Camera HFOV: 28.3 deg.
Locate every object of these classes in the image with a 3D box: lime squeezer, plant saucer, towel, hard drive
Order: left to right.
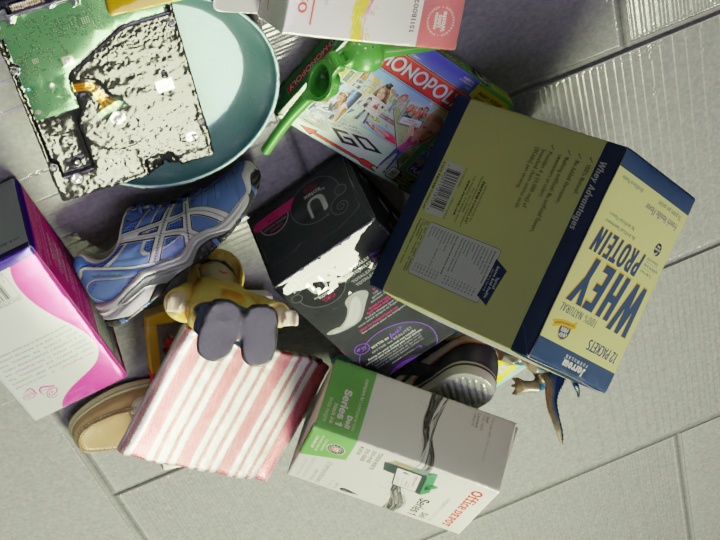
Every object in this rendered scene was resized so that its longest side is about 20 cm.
[{"bbox_3d":[-0.208,-0.157,1.160,0.139,0.038,0.200,-19,137,-6],"label":"hard drive"},{"bbox_3d":[-0.170,-0.159,1.228,0.200,0.036,0.200,-13,135,-13],"label":"plant saucer"},{"bbox_3d":[-0.133,0.131,1.404,0.200,0.030,0.147,19,104,-44],"label":"towel"},{"bbox_3d":[-0.014,-0.171,1.253,0.200,0.038,0.071,-30,167,6],"label":"lime squeezer"}]

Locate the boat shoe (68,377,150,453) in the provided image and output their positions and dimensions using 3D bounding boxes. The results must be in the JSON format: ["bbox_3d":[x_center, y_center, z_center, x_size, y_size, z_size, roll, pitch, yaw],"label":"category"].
[{"bbox_3d":[-0.205,0.155,1.495,0.200,0.066,0.074,-17,136,-8],"label":"boat shoe"}]

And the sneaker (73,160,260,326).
[{"bbox_3d":[-0.176,-0.037,1.314,0.200,0.076,0.077,-41,101,-4],"label":"sneaker"}]

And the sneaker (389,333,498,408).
[{"bbox_3d":[0.076,0.123,1.515,0.078,0.080,0.200,36,137,-24],"label":"sneaker"}]

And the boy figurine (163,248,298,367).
[{"bbox_3d":[-0.119,0.032,1.311,0.124,0.200,0.065,9,104,-13],"label":"boy figurine"}]

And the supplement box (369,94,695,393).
[{"bbox_3d":[0.153,-0.026,1.290,0.134,0.200,0.200,25,89,-48],"label":"supplement box"}]

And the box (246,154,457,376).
[{"bbox_3d":[0.000,0.000,1.405,0.122,0.106,0.200,-34,136,10],"label":"box"}]

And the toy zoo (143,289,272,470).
[{"bbox_3d":[-0.149,0.097,1.447,0.131,0.020,0.200,-10,111,-17],"label":"toy zoo"}]

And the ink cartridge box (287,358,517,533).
[{"bbox_3d":[0.042,0.183,1.463,0.200,0.084,0.146,20,150,-3],"label":"ink cartridge box"}]

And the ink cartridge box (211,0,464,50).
[{"bbox_3d":[-0.012,-0.250,1.164,0.200,0.067,0.117,1,112,-24],"label":"ink cartridge box"}]

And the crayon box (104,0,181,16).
[{"bbox_3d":[-0.109,-0.295,1.050,0.200,0.058,0.173,-14,107,-8],"label":"crayon box"}]

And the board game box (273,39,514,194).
[{"bbox_3d":[0.031,-0.156,1.324,0.200,0.029,0.135,27,118,-39],"label":"board game box"}]

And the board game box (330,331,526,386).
[{"bbox_3d":[0.091,0.095,1.581,0.200,0.047,0.151,-35,136,11],"label":"board game box"}]

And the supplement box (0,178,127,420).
[{"bbox_3d":[-0.306,0.030,1.304,0.101,0.103,0.200,-25,136,0],"label":"supplement box"}]

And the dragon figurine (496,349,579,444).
[{"bbox_3d":[0.201,0.094,1.461,0.099,0.200,0.059,0,121,-21],"label":"dragon figurine"}]
